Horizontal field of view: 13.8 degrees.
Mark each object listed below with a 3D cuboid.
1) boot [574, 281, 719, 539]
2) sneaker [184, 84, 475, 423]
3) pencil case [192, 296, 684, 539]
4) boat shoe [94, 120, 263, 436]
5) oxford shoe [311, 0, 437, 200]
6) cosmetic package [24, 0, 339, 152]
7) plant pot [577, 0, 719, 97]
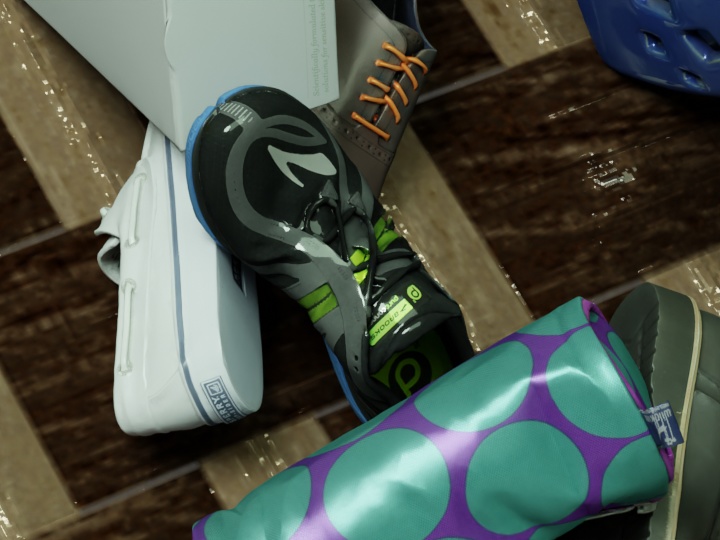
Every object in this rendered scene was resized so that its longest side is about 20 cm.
[{"bbox_3d":[0.168,0.115,1.286,0.138,0.077,0.201,20,66,-19],"label":"boot"},{"bbox_3d":[0.000,0.001,1.244,0.071,0.083,0.200,-44,117,-18],"label":"sneaker"},{"bbox_3d":[0.032,0.096,1.207,0.199,0.085,0.093,-29,96,0],"label":"pencil case"},{"bbox_3d":[-0.084,-0.016,1.293,0.065,0.074,0.201,-16,45,13],"label":"boat shoe"},{"bbox_3d":[-0.007,-0.079,1.334,0.071,0.072,0.201,32,48,-42],"label":"oxford shoe"},{"bbox_3d":[-0.093,-0.148,1.298,0.084,0.108,0.200,-19,38,-25],"label":"cosmetic package"},{"bbox_3d":[0.208,-0.189,1.342,0.200,0.201,0.180,-37,42,-15],"label":"plant pot"}]
